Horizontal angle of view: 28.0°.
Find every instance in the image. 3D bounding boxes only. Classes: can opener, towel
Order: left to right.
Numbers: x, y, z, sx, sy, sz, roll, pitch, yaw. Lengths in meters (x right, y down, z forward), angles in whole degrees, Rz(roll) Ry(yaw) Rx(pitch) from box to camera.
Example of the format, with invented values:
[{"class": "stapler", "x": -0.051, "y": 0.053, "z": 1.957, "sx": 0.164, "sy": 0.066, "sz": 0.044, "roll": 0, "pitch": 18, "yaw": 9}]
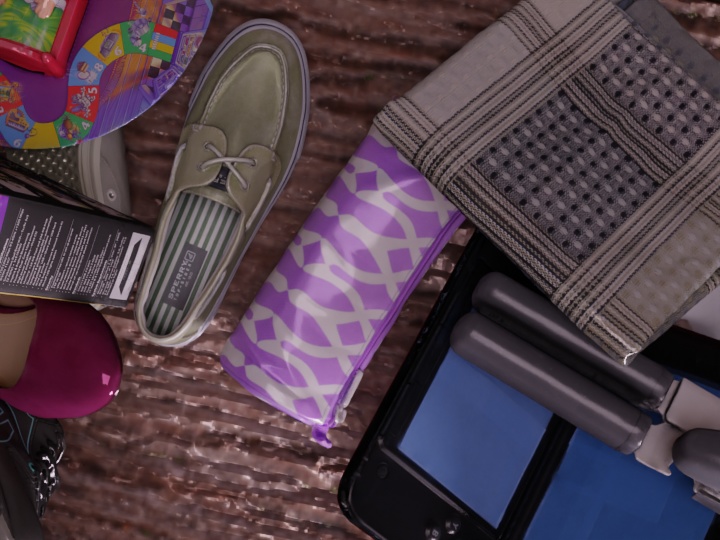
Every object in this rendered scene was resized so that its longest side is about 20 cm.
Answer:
[{"class": "towel", "x": 0.138, "y": -0.070, "z": 0.791, "sx": 0.200, "sy": 0.035, "sz": 0.193, "roll": -37, "pitch": 74, "yaw": -30}, {"class": "can opener", "x": 0.144, "y": 0.064, "z": 0.751, "sx": 0.199, "sy": 0.067, "sz": 0.054, "roll": 31, "pitch": 70, "yaw": 2}]

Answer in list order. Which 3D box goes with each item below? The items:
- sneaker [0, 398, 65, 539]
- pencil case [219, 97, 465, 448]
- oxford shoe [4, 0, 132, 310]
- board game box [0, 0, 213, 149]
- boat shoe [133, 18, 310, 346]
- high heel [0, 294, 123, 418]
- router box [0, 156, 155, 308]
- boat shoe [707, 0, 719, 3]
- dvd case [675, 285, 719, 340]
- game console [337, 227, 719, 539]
[{"class": "sneaker", "x": -0.192, "y": 0.101, "z": 0.779, "sx": 0.079, "sy": 0.200, "sz": 0.076, "roll": 6, "pitch": 114, "yaw": -30}, {"class": "pencil case", "x": 0.000, "y": 0.000, "z": 0.833, "sx": 0.085, "sy": 0.084, "sz": 0.201, "roll": 34, "pitch": 95, "yaw": 27}, {"class": "oxford shoe", "x": -0.163, "y": -0.071, "z": 0.830, "sx": 0.074, "sy": 0.058, "sz": 0.202, "roll": -9, "pitch": 83, "yaw": 24}, {"class": "board game box", "x": -0.181, "y": -0.168, "z": 0.791, "sx": 0.157, "sy": 0.039, "sz": 0.201, "roll": -28, "pitch": 79, "yaw": 0}, {"class": "boat shoe", "x": -0.078, "y": -0.047, "z": 0.833, "sx": 0.071, "sy": 0.062, "sz": 0.202, "roll": 18, "pitch": 94, "yaw": -7}, {"class": "high heel", "x": -0.212, "y": 0.030, "z": 0.760, "sx": 0.096, "sy": 0.199, "sz": 0.068, "roll": 19, "pitch": 84, "yaw": -48}, {"class": "router box", "x": -0.226, "y": -0.044, "z": 0.742, "sx": 0.199, "sy": 0.149, "sz": 0.051, "roll": 24, "pitch": 93, "yaw": 22}, {"class": "boat shoe", "x": 0.144, "y": -0.208, "z": 0.828, "sx": 0.198, "sy": 0.073, "sz": 0.065, "roll": 20, "pitch": 100, "yaw": -7}, {"class": "dvd case", "x": 0.234, "y": 0.049, "z": 0.893, "sx": 0.142, "sy": 0.018, "sz": 0.201, "roll": -36, "pitch": 98, "yaw": -1}, {"class": "game console", "x": 0.114, "y": 0.089, "z": 0.783, "sx": 0.172, "sy": 0.118, "sz": 0.201, "roll": 41, "pitch": 68, "yaw": -27}]
